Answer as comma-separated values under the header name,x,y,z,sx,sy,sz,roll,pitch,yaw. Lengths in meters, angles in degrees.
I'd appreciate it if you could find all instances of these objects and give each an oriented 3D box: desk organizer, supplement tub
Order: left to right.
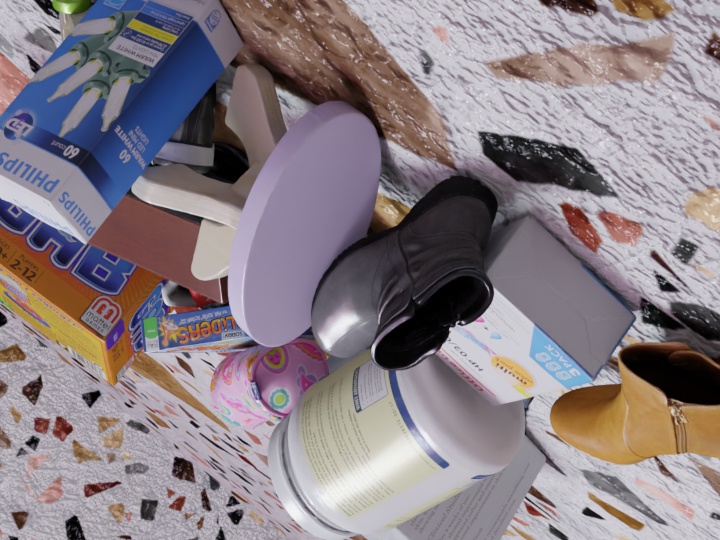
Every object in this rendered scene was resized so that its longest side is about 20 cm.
name,x,y,z,sx,sy,sz,roll,pitch,yaw
desk organizer,-0.174,-0.047,1.265,0.199,0.072,0.078,22,130,34
supplement tub,0.028,0.141,1.226,0.145,0.146,0.199,42,127,-19

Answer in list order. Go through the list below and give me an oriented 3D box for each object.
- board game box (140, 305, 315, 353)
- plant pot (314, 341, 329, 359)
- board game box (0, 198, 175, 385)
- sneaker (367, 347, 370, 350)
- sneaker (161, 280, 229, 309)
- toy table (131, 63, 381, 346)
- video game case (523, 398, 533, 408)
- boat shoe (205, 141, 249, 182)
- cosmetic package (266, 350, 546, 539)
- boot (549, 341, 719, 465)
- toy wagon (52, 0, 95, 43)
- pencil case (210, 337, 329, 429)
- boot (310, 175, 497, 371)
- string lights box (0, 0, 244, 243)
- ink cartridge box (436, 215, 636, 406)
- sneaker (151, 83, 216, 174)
name,x,y,z,sx,sy,sz,roll,pitch,yaw
board game box,-0.115,0.058,1.425,0.134,0.035,0.200,-9,174,21
plant pot,-0.033,0.101,1.638,0.199,0.028,0.200,33,163,11
board game box,-0.277,-0.036,1.466,0.199,0.200,0.200,36,163,4
sneaker,0.000,0.000,1.247,0.073,0.071,0.200,-27,119,31
sneaker,-0.112,0.010,1.368,0.199,0.093,0.071,-5,111,44
toy table,-0.072,-0.056,1.099,0.117,0.201,0.183,36,-161,34
video game case,0.104,0.051,1.260,0.142,0.019,0.200,33,163,12
boat shoe,-0.157,-0.097,1.323,0.199,0.075,0.093,32,145,19
cosmetic package,0.050,0.191,1.452,0.166,0.168,0.200,17,157,48
boot,0.213,0.094,1.066,0.200,0.071,0.144,10,154,36
toy wagon,-0.220,-0.139,1.192,0.201,0.039,0.156,-122,25,-44
pencil case,-0.092,0.115,1.405,0.087,0.088,0.200,40,163,-11
boot,0.020,0.027,1.025,0.069,0.132,0.200,32,126,-15
string lights box,-0.190,-0.128,1.063,0.102,0.201,0.059,24,159,32
ink cartridge box,0.107,0.040,1.102,0.115,0.068,0.200,42,156,-9
sneaker,-0.157,-0.142,1.196,0.066,0.091,0.200,8,-168,-19
